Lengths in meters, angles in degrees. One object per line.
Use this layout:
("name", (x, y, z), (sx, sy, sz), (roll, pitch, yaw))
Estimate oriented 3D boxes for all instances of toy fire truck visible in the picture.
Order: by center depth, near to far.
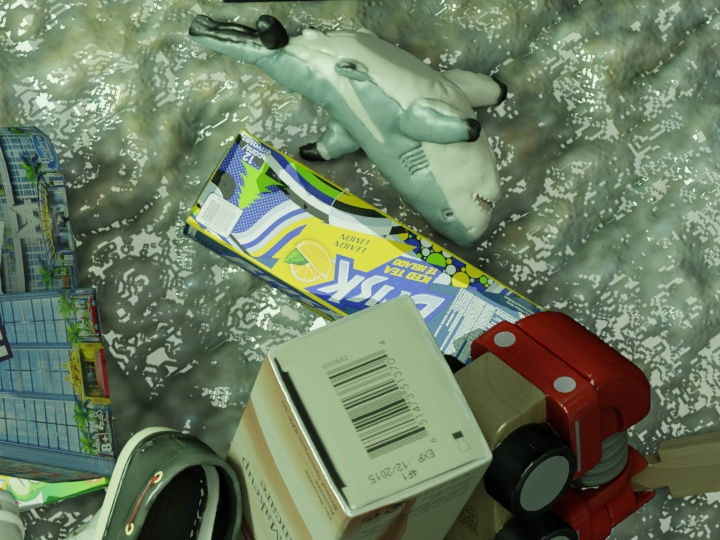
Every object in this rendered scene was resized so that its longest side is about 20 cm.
("toy fire truck", (0.139, 0.099, 1.519), (0.200, 0.176, 0.129), (-33, 49, -25))

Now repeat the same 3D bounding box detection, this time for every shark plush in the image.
("shark plush", (-0.008, -0.089, 1.569), (0.200, 0.091, 0.083), (23, 115, -7))

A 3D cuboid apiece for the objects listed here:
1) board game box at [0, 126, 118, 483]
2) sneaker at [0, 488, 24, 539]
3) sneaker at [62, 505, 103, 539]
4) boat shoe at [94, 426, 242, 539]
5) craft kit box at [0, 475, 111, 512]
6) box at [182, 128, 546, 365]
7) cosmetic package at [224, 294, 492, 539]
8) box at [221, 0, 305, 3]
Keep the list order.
("board game box", (-0.232, 0.021, 1.447), (0.200, 0.062, 0.200), (-4, 86, -45))
("sneaker", (-0.259, 0.166, 1.447), (0.200, 0.075, 0.082), (-12, 52, -28))
("sneaker", (-0.192, 0.184, 1.528), (0.085, 0.073, 0.200), (39, 85, -4))
("boat shoe", (-0.112, 0.187, 1.478), (0.074, 0.063, 0.201), (9, 96, -29))
("craft kit box", (-0.257, 0.052, 1.548), (0.197, 0.049, 0.200), (-16, 88, -3))
("box", (0.000, 0.000, 1.558), (0.200, 0.070, 0.064), (31, 83, -2))
("cosmetic package", (-0.009, 0.108, 1.449), (0.087, 0.200, 0.103), (-21, 69, -20))
("box", (0.019, -0.221, 1.512), (0.200, 0.197, 0.124), (-2, 85, -5))
